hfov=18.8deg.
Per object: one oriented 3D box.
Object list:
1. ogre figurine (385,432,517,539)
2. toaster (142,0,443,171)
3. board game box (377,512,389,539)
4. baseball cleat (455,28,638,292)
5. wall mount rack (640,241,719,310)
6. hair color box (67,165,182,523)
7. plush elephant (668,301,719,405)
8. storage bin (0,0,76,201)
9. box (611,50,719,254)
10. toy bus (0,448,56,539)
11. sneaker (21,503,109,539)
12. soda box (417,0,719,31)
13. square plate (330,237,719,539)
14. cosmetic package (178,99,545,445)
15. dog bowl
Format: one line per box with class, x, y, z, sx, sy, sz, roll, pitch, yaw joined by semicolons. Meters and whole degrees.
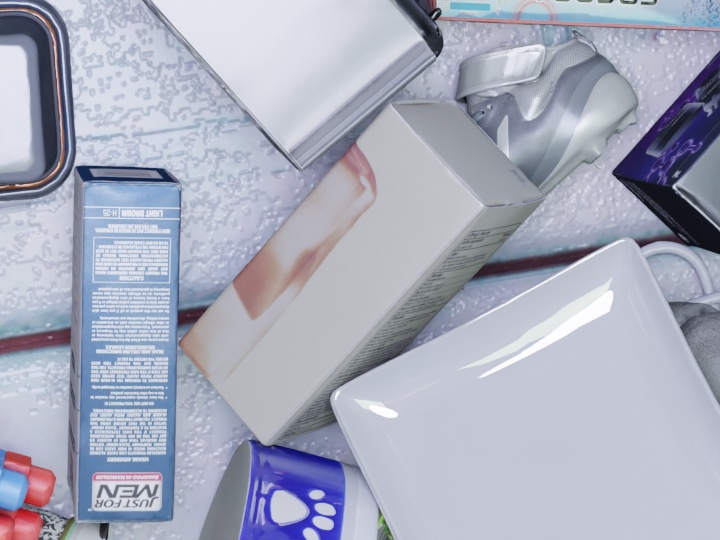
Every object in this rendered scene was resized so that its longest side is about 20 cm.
ogre figurine;0.062;0.152;1.312;0.098;0.120;0.200;32;91;-11
toaster;-0.047;-0.156;1.248;0.119;0.181;0.200;-42;101;1
board game box;0.103;0.184;1.395;0.200;0.030;0.096;26;93;-9
baseball cleat;0.074;-0.068;1.346;0.200;0.070;0.106;-40;86;-5
wall mount rack;0.189;0.089;1.373;0.174;0.075;0.200;-17;99;-6
hair color box;-0.141;0.041;1.296;0.060;0.100;0.200;1;98;-10
plush elephant;0.221;0.095;1.269;0.155;0.165;0.200;43;80;-9
storage bin;-0.262;-0.082;1.242;0.200;0.134;0.146;-4;98;-8
box;0.261;-0.105;1.326;0.079;0.141;0.200;42;89;-13
toy bus;-0.284;0.142;1.267;0.192;0.136;0.200;21;95;-11
sneaker;-0.228;0.226;1.330;0.089;0.077;0.200;26;87;1
soda box;0.135;-0.180;1.330;0.200;0.068;0.064;2;98;-9
square plate;0.109;0.112;1.221;0.200;0.028;0.198;-28;71;8
cosmetic package;0.000;0.000;1.272;0.200;0.103;0.087;-47;75;20
dog bowl;-0.057;0.204;1.282;0.079;0.200;0.200;16;94;-9
